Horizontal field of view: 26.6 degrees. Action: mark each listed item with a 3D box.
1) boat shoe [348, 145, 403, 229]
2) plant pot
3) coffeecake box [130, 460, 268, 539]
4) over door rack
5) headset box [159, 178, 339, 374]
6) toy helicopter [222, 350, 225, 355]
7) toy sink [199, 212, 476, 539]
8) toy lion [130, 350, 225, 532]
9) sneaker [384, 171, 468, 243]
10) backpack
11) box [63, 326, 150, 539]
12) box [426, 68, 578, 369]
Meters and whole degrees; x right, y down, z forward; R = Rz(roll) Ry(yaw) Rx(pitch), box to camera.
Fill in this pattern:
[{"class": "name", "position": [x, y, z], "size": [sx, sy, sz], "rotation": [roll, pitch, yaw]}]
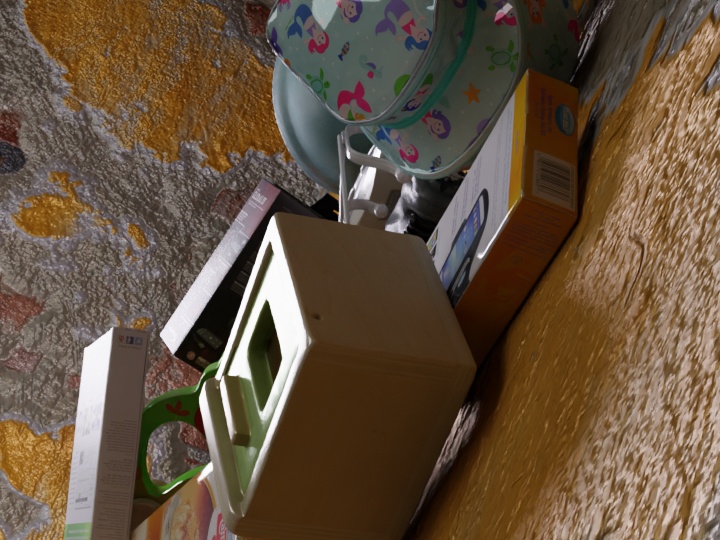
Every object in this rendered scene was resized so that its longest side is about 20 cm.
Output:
[{"class": "boat shoe", "position": [0.034, -0.093, 1.329], "size": [0.069, 0.071, 0.201], "rotation": [-106, 28, -45]}, {"class": "plant pot", "position": [0.032, -0.176, 1.482], "size": [0.134, 0.199, 0.202], "rotation": [-3, 59, 53]}, {"class": "coffeecake box", "position": [-0.102, 0.233, 1.105], "size": [0.200, 0.072, 0.155], "rotation": [-43, 39, 47]}, {"class": "over door rack", "position": [0.000, 0.000, 1.109], "size": [0.201, 0.066, 0.149], "rotation": [-75, -11, -59]}, {"class": "headset box", "position": [-0.069, 0.023, 1.420], "size": [0.201, 0.148, 0.075], "rotation": [-56, 22, 0]}, {"class": "toy helicopter", "position": [-0.034, 0.070, 1.350], "size": [0.200, 0.132, 0.079], "rotation": [-50, 34, -5]}, {"class": "toy sink", "position": [-0.028, 0.088, 0.925], "size": [0.131, 0.111, 0.202], "rotation": [-109, 34, -52]}, {"class": "toy lion", "position": [-0.102, 0.148, 1.291], "size": [0.069, 0.197, 0.194], "rotation": [-84, 0, -79]}, {"class": "sneaker", "position": [0.056, -0.040, 1.197], "size": [0.200, 0.066, 0.091], "rotation": [-80, 11, -84]}, {"class": "backpack", "position": [0.046, -0.167, 1.056], "size": [0.150, 0.200, 0.178], "rotation": [-16, -30, -53]}, {"class": "box", "position": [-0.214, 0.156, 1.268], "size": [0.144, 0.036, 0.203], "rotation": [154, 123, -69]}, {"class": "box", "position": [0.076, -0.011, 0.940], "size": [0.120, 0.041, 0.201], "rotation": [-81, 13, -46]}]
